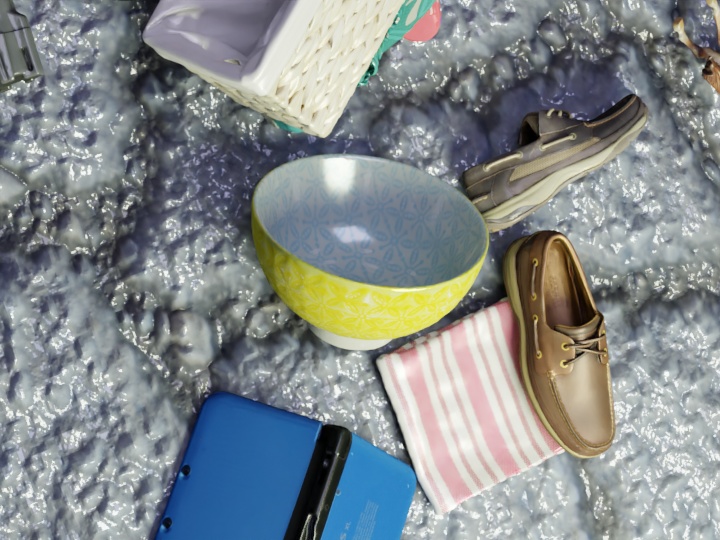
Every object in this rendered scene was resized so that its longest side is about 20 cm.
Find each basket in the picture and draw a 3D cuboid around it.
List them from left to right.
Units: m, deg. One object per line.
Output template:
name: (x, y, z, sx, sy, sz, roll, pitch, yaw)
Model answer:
basket: (-0.055, -0.223, 1.355, 0.201, 0.135, 0.123, -60, 144, -6)

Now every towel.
towel: (0.121, 0.107, 1.481, 0.198, 0.030, 0.148, -23, 89, -24)

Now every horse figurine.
horse figurine: (0.368, -0.234, 1.611, 0.133, 0.050, 0.201, 45, 61, -27)

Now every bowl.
bowl: (0.000, 0.000, 1.402, 0.198, 0.201, 0.109, -2, 125, -20)

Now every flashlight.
flashlight: (-0.320, -0.242, 1.362, 0.067, 0.068, 0.202, -18, 92, -26)

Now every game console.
game console: (-0.067, 0.226, 1.403, 0.170, 0.117, 0.202, 35, 69, -45)

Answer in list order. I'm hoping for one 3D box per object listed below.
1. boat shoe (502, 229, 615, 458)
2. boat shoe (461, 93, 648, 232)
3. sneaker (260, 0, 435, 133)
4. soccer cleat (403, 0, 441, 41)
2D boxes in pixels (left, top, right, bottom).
boat shoe: (0.178, 0.062, 1.461, 0.071, 0.067, 0.202, -12, 83, -22)
boat shoe: (0.175, -0.112, 1.514, 0.199, 0.074, 0.074, -34, 94, -22)
sneaker: (-0.001, -0.189, 1.432, 0.200, 0.080, 0.078, -44, 127, 0)
soccer cleat: (0.007, -0.291, 1.489, 0.200, 0.066, 0.077, 47, 34, -17)
